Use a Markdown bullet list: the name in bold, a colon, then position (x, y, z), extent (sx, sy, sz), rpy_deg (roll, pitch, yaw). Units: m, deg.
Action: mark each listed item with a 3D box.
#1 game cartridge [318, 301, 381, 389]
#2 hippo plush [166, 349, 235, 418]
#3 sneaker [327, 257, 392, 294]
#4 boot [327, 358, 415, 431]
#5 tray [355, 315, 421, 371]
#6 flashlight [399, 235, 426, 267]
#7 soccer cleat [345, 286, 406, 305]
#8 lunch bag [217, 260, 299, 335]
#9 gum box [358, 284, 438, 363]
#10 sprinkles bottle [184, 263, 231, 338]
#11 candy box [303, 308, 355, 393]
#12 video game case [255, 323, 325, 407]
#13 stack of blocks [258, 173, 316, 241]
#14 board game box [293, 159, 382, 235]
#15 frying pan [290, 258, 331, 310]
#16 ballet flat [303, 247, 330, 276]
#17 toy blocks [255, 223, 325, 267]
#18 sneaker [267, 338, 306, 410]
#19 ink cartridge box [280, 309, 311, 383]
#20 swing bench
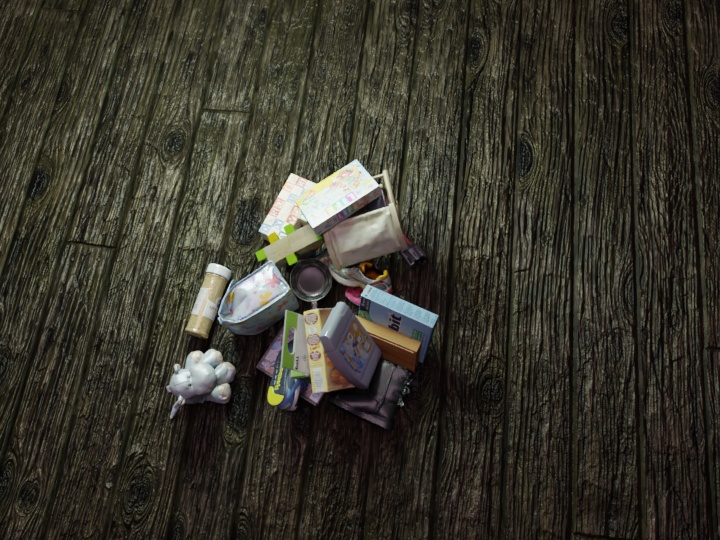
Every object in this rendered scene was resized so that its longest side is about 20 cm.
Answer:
- **game cartridge**: position (-0.023, 0.194, 1.582), extent (0.041, 0.201, 0.134), rpy_deg (-15, 35, 33)
- **hippo plush**: position (-0.435, 0.274, 1.656), extent (0.198, 0.161, 0.161), rpy_deg (-14, 70, 0)
- **sneaker**: position (0.000, 0.000, 1.704), extent (0.198, 0.083, 0.078), rpy_deg (21, 46, 25)
- **boot**: position (0.032, 0.307, 1.649), extent (0.196, 0.073, 0.164), rpy_deg (21, 74, 9)
- **tray**: position (0.058, 0.189, 1.662), extent (0.198, 0.099, 0.037), rpy_deg (22, 53, 17)
- **flashlight**: position (0.107, -0.104, 1.792), extent (0.068, 0.068, 0.201), rpy_deg (-43, 75, 17)
- **soccer cleat**: position (0.044, 0.098, 1.724), extent (0.198, 0.087, 0.070), rpy_deg (17, 44, 33)
- **lunch bag**: position (-0.281, 0.085, 1.703), extent (0.199, 0.170, 0.128), rpy_deg (-35, 73, -6)
- **gum box**: position (0.090, 0.140, 1.648), extent (0.198, 0.171, 0.045), rpy_deg (24, 53, 13)
- **sprinkles bottle**: position (-0.422, 0.084, 1.771), extent (0.067, 0.068, 0.202), rpy_deg (14, 73, 10)
- **candy box**: position (-0.075, 0.197, 1.586), extent (0.055, 0.115, 0.203), rpy_deg (-11, 82, 36)
- **video game case**: position (-0.151, 0.236, 1.715), extent (0.199, 0.026, 0.182), rpy_deg (29, 76, 14)
- **stack of blocks**: position (-0.192, -0.165, 1.839), extent (0.114, 0.059, 0.201), rpy_deg (24, 75, 13)
- **board game box**: position (-0.059, -0.190, 1.645), extent (0.199, 0.034, 0.135), rpy_deg (-33, 49, -4)
- **frying pan**: position (-0.115, 0.059, 1.730), extent (0.114, 0.031, 0.191), rpy_deg (-29, 91, 1)
- **ballet flat**: position (-0.079, -0.040, 1.791), extent (0.200, 0.076, 0.064), rpy_deg (-40, 103, -4)
- **toy blocks**: position (-0.168, -0.065, 1.749), extent (0.198, 0.137, 0.101), rpy_deg (-27, 80, 13)
- **sneaker**: position (-0.179, 0.271, 1.659), extent (0.073, 0.082, 0.202), rpy_deg (-13, 48, 38)
- **ink cartridge box**: position (-0.145, 0.195, 1.606), extent (0.075, 0.199, 0.150), rpy_deg (-13, 64, 38)
- **swing bench**: position (0.005, -0.131, 1.676), extent (0.197, 0.130, 0.201), rpy_deg (-17, 44, 9)
